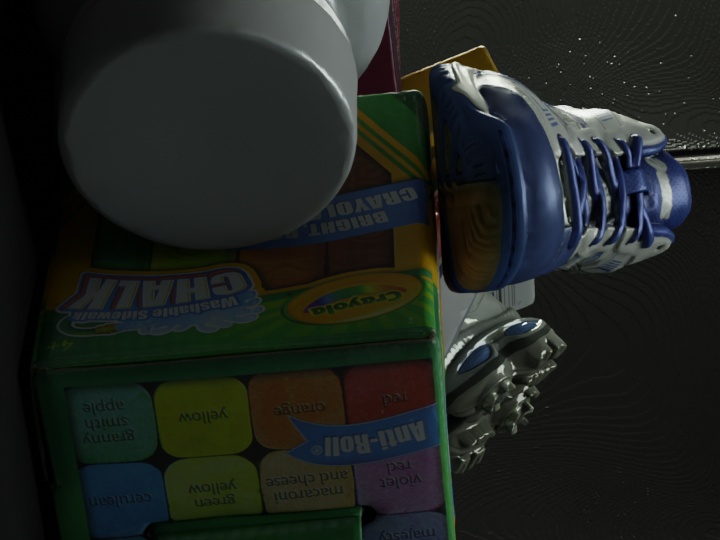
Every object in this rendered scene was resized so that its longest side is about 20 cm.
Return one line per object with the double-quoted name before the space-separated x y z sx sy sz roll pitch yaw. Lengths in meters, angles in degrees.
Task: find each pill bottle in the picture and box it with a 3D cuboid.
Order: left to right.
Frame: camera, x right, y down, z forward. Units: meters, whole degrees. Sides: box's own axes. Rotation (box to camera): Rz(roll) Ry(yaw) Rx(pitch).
"pill bottle" -0.047 -0.107 0.838 0.200 0.114 0.114 -92 177 -45

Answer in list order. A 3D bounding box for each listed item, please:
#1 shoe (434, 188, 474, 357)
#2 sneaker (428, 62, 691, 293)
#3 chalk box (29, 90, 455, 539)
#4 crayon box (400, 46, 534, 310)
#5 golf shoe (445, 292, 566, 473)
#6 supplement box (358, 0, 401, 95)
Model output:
"shoe" 0.000 0.000 1.028 0.072 0.091 0.200 -66 176 37
"sneaker" 0.068 -0.033 0.877 0.200 0.088 0.075 -47 135 -85
"chalk box" -0.032 0.046 0.829 0.200 0.125 0.124 -93 178 -59
"crayon box" 0.011 -0.025 1.161 0.200 0.126 0.052 82 -15 -64
"golf shoe" -0.009 0.052 1.077 0.200 0.097 0.078 -25 151 -49
"supplement box" -0.040 -0.134 1.133 0.200 0.110 0.086 -90 175 -62
